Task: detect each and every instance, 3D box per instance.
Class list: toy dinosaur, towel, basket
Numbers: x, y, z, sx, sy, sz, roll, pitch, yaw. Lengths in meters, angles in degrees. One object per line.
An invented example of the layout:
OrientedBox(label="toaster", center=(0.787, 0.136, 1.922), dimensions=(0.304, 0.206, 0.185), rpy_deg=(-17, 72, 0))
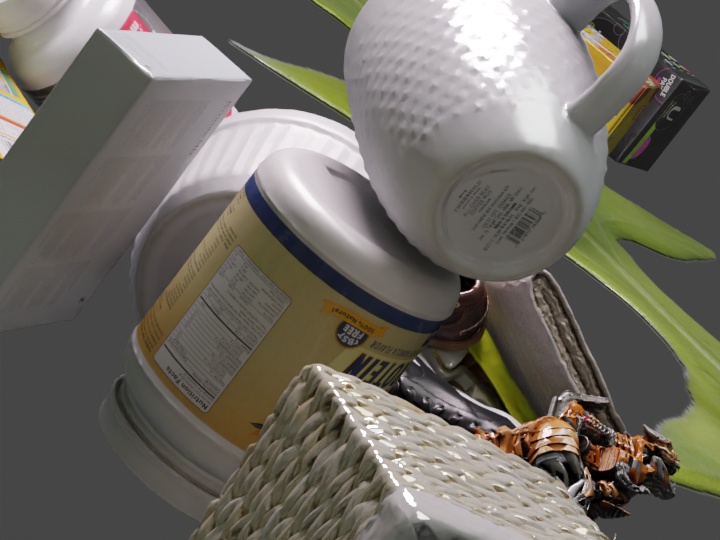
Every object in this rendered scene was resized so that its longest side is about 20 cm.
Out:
OrientedBox(label="toy dinosaur", center=(0.127, 0.147, 1.643), dimensions=(0.200, 0.136, 0.102), rpy_deg=(1, -16, -10))
OrientedBox(label="towel", center=(0.135, 0.079, 1.836), dimensions=(0.132, 0.034, 0.200), rpy_deg=(9, -50, 60))
OrientedBox(label="basket", center=(0.016, 0.184, 1.199), dimensions=(0.200, 0.198, 0.161), rpy_deg=(26, 15, -33))

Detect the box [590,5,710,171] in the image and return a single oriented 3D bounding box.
OrientedBox(label="box", center=(0.344, -0.256, 3.294), dimensions=(0.200, 0.149, 0.124), rpy_deg=(44, 16, 22))

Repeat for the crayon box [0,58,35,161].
OrientedBox(label="crayon box", center=(-0.279, -0.106, 1.650), dimensions=(0.126, 0.052, 0.200), rpy_deg=(24, 21, -41))

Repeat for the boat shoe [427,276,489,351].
OrientedBox(label="boat shoe", center=(0.000, 0.000, 1.796), dimensions=(0.200, 0.070, 0.070), rpy_deg=(12, -30, 12))

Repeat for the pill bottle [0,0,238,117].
OrientedBox(label="pill bottle", center=(-0.186, -0.147, 1.768), dimensions=(0.200, 0.111, 0.111), rpy_deg=(49, 8, -29))

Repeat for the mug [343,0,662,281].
OrientedBox(label="mug", center=(0.090, -0.095, 1.403), dimensions=(0.148, 0.200, 0.175), rpy_deg=(40, 22, -29))

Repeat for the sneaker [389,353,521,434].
OrientedBox(label="sneaker", center=(0.036, 0.110, 1.707), dimensions=(0.200, 0.073, 0.112), rpy_deg=(38, 16, 34))

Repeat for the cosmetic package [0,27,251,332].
OrientedBox(label="cosmetic package", center=(-0.166, -0.053, 1.463), dimensions=(0.052, 0.200, 0.151), rpy_deg=(42, 15, 15))

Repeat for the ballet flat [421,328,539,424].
OrientedBox(label="ballet flat", center=(0.080, 0.088, 1.821), dimensions=(0.200, 0.067, 0.067), rpy_deg=(54, 32, 2))

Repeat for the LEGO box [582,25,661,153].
OrientedBox(label="LEGO box", center=(0.203, -0.168, 2.629), dimensions=(0.149, 0.200, 0.077), rpy_deg=(41, 16, 12))

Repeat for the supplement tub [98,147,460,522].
OrientedBox(label="supplement tub", center=(-0.051, 0.043, 1.441), dimensions=(0.144, 0.200, 0.144), rpy_deg=(35, 16, -12))

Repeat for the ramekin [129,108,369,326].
OrientedBox(label="ramekin", center=(-0.057, 0.005, 1.570), dimensions=(0.202, 0.202, 0.094), rpy_deg=(37, 27, -2))
